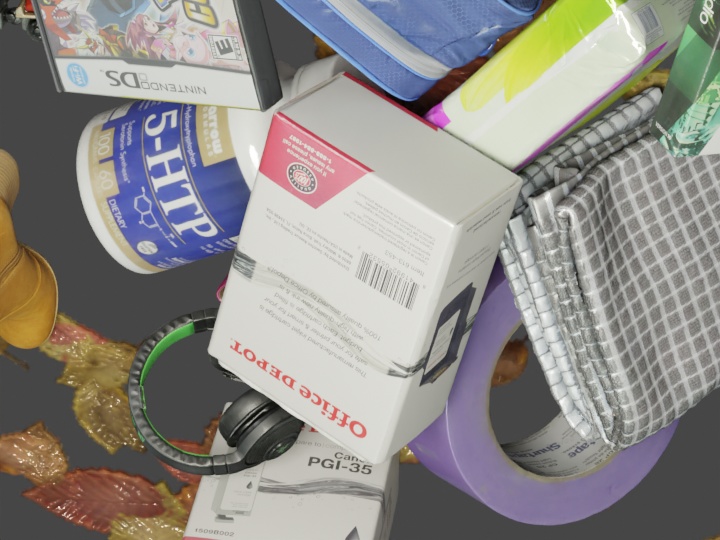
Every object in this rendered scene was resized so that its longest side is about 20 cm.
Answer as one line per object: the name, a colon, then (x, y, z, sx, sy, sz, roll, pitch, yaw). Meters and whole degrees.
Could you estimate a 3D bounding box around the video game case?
video game case: (-0.148, -0.201, 1.666, 0.180, 0.025, 0.201, 8, 125, 35)

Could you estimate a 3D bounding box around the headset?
headset: (-0.074, 0.091, 1.944, 0.199, 0.124, 0.094, -8, 158, -3)

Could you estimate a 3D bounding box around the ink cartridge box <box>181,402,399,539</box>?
ink cartridge box: (-0.056, 0.201, 1.975, 0.146, 0.200, 0.083, 7, 131, 7)

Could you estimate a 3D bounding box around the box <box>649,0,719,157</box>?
box: (0.269, -0.165, 1.587, 0.144, 0.036, 0.200, -8, 129, -31)

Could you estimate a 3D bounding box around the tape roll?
tape roll: (0.125, 0.071, 1.806, 0.200, 0.200, 0.085, 48, 169, -29)

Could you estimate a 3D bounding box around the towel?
towel: (0.190, -0.002, 1.724, 0.085, 0.165, 0.201, 15, 131, 57)

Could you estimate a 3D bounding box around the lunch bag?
lunch bag: (0.018, -0.206, 1.615, 0.200, 0.136, 0.132, 40, 130, -25)

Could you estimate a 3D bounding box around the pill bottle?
pill bottle: (-0.082, -0.078, 1.770, 0.199, 0.120, 0.120, -17, 127, 26)

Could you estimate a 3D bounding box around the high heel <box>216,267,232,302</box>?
high heel: (-0.004, -0.002, 1.736, 0.200, 0.096, 0.068, -13, 103, 47)

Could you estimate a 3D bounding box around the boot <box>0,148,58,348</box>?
boot: (-0.278, 0.024, 1.897, 0.071, 0.144, 0.202, 5, 134, 9)

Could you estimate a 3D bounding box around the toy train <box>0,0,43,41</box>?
toy train: (-0.200, -0.181, 1.763, 0.199, 0.034, 0.046, 4, 122, 10)

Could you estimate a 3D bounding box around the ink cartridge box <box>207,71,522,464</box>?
ink cartridge box: (0.000, 0.000, 1.647, 0.145, 0.084, 0.200, 32, 129, 20)

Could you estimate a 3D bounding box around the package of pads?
package of pads: (0.134, -0.131, 1.647, 0.200, 0.154, 0.068, -39, 88, 39)
